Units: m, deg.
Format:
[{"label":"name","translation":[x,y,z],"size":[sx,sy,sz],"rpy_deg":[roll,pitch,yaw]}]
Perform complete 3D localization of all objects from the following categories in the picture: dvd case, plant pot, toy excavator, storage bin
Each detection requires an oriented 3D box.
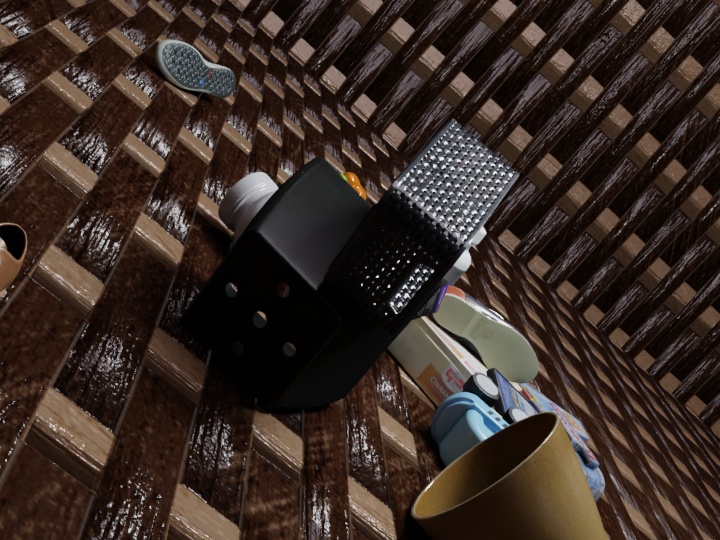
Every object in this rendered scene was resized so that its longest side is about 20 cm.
[{"label":"dvd case","translation":[0.240,0.241,1.702],"size":[0.200,0.017,0.144],"rpy_deg":[43,28,-48]},{"label":"plant pot","translation":[-0.066,0.029,1.246],"size":[0.199,0.201,0.177],"rpy_deg":[44,24,8]},{"label":"toy excavator","translation":[0.161,0.249,1.473],"size":[0.194,0.100,0.200],"rpy_deg":[42,25,4]},{"label":"storage bin","translation":[0.063,-0.046,1.174],"size":[0.093,0.136,0.200],"rpy_deg":[40,37,2]},{"label":"plant pot","translation":[0.182,0.284,1.237],"size":[0.202,0.185,0.186],"rpy_deg":[56,12,-2]}]

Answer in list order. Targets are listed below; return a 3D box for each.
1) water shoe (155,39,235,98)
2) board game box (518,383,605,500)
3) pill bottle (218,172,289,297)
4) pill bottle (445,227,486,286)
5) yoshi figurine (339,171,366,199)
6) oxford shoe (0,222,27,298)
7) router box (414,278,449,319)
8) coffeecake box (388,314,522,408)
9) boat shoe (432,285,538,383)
[{"label":"water shoe","translation":[-0.305,-0.350,2.082],"size":[0.078,0.073,0.199],"rpy_deg":[17,-3,35]},{"label":"board game box","translation":[0.322,0.277,1.930],"size":[0.199,0.062,0.201],"rpy_deg":[29,18,-46]},{"label":"pill bottle","translation":[-0.090,-0.028,1.516],"size":[0.200,0.113,0.113],"rpy_deg":[48,13,19]},{"label":"pill bottle","translation":[0.106,-0.012,1.883],"size":[0.110,0.201,0.111],"rpy_deg":[38,13,-11]},{"label":"yoshi figurine","translation":[-0.068,-0.091,1.795],"size":[0.110,0.114,0.200],"rpy_deg":[7,26,15]},{"label":"oxford shoe","translation":[-0.292,0.005,0.857],"size":[0.071,0.071,0.200],"rpy_deg":[41,14,-12]},{"label":"router box","translation":[0.000,0.000,1.635],"size":[0.199,0.053,0.156],"rpy_deg":[35,29,30]},{"label":"coffeecake box","translation":[0.143,0.146,1.764],"size":[0.154,0.073,0.199],"rpy_deg":[49,13,19]},{"label":"boat shoe","translation":[0.182,0.091,1.750],"size":[0.199,0.072,0.063],"rpy_deg":[36,11,-12]}]
